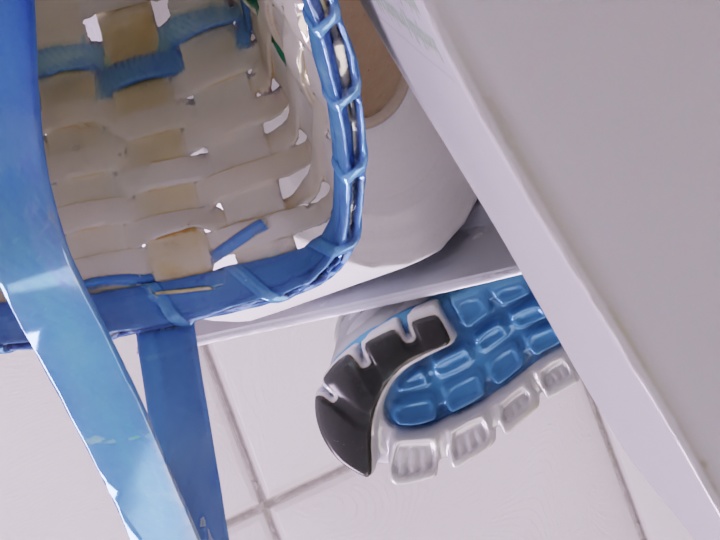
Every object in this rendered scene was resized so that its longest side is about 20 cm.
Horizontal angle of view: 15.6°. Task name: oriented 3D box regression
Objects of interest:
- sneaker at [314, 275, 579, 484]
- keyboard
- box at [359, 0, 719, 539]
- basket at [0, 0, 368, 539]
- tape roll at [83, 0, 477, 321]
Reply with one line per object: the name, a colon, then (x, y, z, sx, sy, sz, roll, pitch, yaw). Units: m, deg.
sneaker: (0.074, -0.001, 0.914, 0.199, 0.075, 0.087, -20, -154, 6)
keyboard: (0.000, 0.000, 0.925, 0.199, 0.011, 0.056, -13, -150, 43)
box: (0.113, -0.045, 0.623, 0.171, 0.201, 0.199, -32, -166, 1)
basket: (-0.068, -0.036, 0.649, 0.138, 0.201, 0.177, -9, 143, 4)
tape roll: (-0.040, -0.087, 0.877, 0.070, 0.204, 0.202, -18, -176, 34)
